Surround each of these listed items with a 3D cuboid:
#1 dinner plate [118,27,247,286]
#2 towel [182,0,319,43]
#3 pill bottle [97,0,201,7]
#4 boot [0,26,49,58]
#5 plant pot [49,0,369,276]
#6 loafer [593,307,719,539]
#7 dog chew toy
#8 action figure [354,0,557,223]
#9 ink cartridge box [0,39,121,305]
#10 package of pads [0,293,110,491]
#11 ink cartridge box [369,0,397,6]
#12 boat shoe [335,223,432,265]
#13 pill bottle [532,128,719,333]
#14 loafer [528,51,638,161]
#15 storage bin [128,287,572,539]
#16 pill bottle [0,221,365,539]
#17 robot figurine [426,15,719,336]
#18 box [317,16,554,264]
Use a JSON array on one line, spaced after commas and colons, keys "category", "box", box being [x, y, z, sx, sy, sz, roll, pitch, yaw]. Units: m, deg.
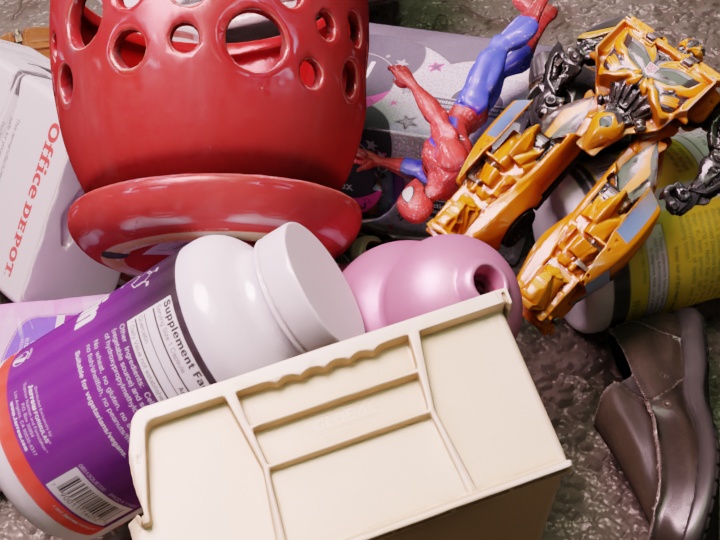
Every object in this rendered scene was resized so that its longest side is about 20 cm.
[{"category": "dinner plate", "box": [-0.146, -0.082, 0.874, 0.199, 0.202, 0.024, 21, 9, 27]}, {"category": "towel", "box": [-0.092, -0.209, 0.987, 0.189, 0.033, 0.200, -13, 4, -5]}, {"category": "pill bottle", "box": [-0.184, -0.272, 1.029, 0.112, 0.115, 0.200, -12, 12, -4]}, {"category": "boot", "box": [-0.330, -0.149, 1.019, 0.198, 0.074, 0.155, -11, 45, -20]}, {"category": "plant pot", "box": [-0.092, -0.093, 0.717, 0.198, 0.200, 0.185, -2, 79, 6]}, {"category": "loafer", "box": [0.176, 0.103, 0.700, 0.071, 0.074, 0.201, -2, 36, 13]}, {"category": "dog chew toy", "box": [0.025, 0.039, 0.687, 0.123, 0.200, 0.126, 10, 66, -23]}, {"category": "action figure", "box": [0.054, -0.123, 0.777, 0.098, 0.065, 0.201, 21, 67, 13]}, {"category": "ink cartridge box", "box": [-0.249, -0.076, 0.864, 0.199, 0.145, 0.083, 32, 17, 38]}, {"category": "package of pads", "box": [-0.177, 0.078, 0.765, 0.198, 0.076, 0.121, -5, 49, 3]}, {"category": "ink cartridge box", "box": [-0.031, -0.283, 1.022, 0.144, 0.085, 0.200, -12, 2, -4]}, {"category": "boat shoe", "box": [0.000, 0.000, 0.818, 0.198, 0.074, 0.075, -1, 45, 8]}, {"category": "pill bottle", "box": [0.227, -0.036, 0.793, 0.198, 0.115, 0.115, -15, 45, -6]}, {"category": "loafer", "box": [0.173, -0.114, 0.841, 0.072, 0.200, 0.073, -18, 84, 23]}, {"category": "storage bin", "box": [-0.007, 0.126, 0.595, 0.197, 0.201, 0.094, -17, 60, -9]}, {"category": "pill bottle", "box": [-0.100, 0.056, 0.629, 0.199, 0.112, 0.113, -31, 42, 15]}, {"category": "robot figurine", "box": [0.141, -0.067, 0.708, 0.145, 0.058, 0.200, 40, 88, 24]}, {"category": "box", "box": [0.039, -0.102, 0.885, 0.198, 0.115, 0.133, 11, 47, 19]}]
